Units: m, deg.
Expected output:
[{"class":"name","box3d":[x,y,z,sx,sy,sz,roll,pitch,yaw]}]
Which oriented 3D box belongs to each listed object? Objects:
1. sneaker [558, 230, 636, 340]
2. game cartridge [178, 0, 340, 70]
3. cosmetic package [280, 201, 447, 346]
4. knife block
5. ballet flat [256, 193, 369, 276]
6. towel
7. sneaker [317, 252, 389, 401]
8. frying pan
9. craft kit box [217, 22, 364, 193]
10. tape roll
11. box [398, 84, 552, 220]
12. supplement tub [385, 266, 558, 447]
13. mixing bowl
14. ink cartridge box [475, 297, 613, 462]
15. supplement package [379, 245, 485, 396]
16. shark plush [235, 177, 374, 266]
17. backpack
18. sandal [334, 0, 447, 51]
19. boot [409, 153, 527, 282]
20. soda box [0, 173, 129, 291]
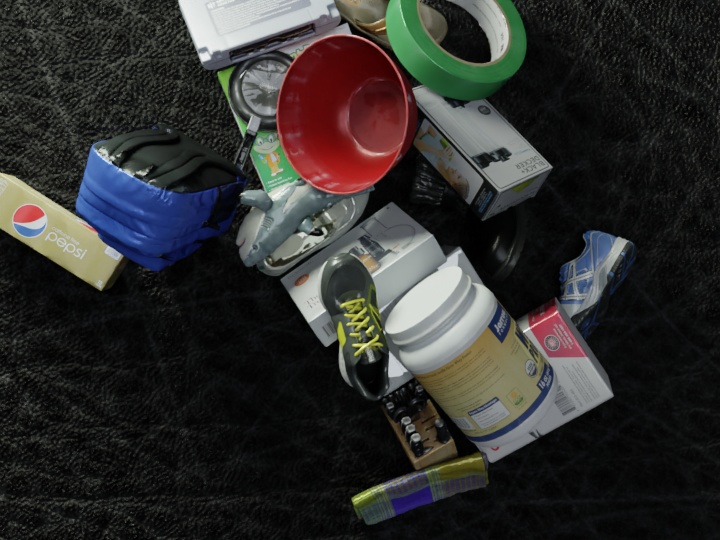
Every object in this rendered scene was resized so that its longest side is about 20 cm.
[{"class":"sneaker","box3d":[0.325,0.033,1.254,0.077,0.076,0.200,35,98,32]},{"class":"game cartridge","box3d":[-0.142,-0.362,1.174,0.200,0.041,0.133,-20,69,-6]},{"class":"cosmetic package","box3d":[0.000,0.000,1.168,0.200,0.151,0.052,-35,117,-4]},{"class":"knife block","box3d":[0.092,0.238,1.159,0.064,0.176,0.200,-28,106,-3]},{"class":"ballet flat","box3d":[-0.063,-0.061,1.204,0.200,0.069,0.069,-39,95,-4]},{"class":"towel","box3d":[0.088,0.309,1.198,0.200,0.144,0.023,-17,61,-4]},{"class":"sneaker","box3d":[0.003,0.073,1.064,0.074,0.085,0.200,-20,115,-12]},{"class":"frying pan","box3d":[-0.152,-0.223,1.170,0.115,0.031,0.190,44,84,-4]},{"class":"craft kit box","box3d":[-0.074,-0.222,1.210,0.200,0.049,0.198,-23,91,-5]},{"class":"tape roll","box3d":[0.134,-0.334,1.180,0.200,0.048,0.201,10,64,-22]},{"class":"box","box3d":[0.151,-0.173,1.164,0.116,0.060,0.200,-24,65,-34]},{"class":"supplement tub","box3d":[0.139,0.108,1.074,0.144,0.144,0.200,-42,105,-3]},{"class":"mixing bowl","box3d":[0.000,-0.203,1.124,0.200,0.108,0.201,5,100,32]},{"class":"ink cartridge box","box3d":[0.230,0.155,1.203,0.200,0.084,0.145,-33,95,16]},{"class":"supplement package","box3d":[0.078,0.066,1.196,0.200,0.117,0.117,-33,96,-4]},{"class":"shark plush","box3d":[-0.078,-0.075,1.164,0.200,0.091,0.083,-19,72,-14]},{"class":"backpack","box3d":[-0.261,-0.086,1.099,0.162,0.200,0.168,25,107,11]},{"class":"sandal","box3d":[0.029,-0.370,1.210,0.200,0.054,0.080,25,89,-6]},{"class":"boot","box3d":[0.144,-0.087,1.188,0.157,0.079,0.211,16,50,-10]},{"class":"soda box","box3d":[-0.417,-0.052,1.165,0.200,0.068,0.064,34,88,-6]}]
